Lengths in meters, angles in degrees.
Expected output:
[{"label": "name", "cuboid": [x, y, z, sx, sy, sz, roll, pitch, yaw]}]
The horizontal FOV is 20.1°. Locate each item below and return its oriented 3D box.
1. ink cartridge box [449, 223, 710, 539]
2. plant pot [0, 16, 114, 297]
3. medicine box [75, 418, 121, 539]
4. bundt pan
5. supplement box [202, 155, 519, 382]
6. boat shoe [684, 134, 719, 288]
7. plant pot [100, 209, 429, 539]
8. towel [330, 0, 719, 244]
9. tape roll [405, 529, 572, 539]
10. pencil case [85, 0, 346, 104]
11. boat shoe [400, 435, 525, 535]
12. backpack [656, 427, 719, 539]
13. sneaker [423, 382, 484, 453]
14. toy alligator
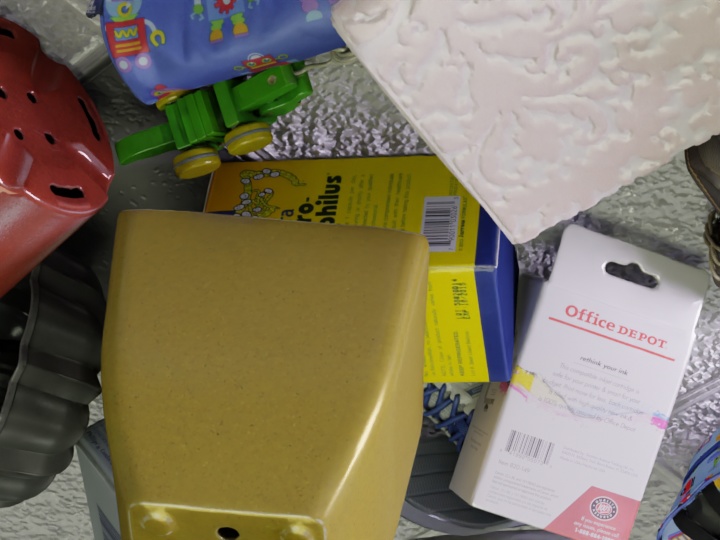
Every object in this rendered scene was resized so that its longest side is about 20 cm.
[{"label": "ink cartridge box", "cuboid": [0.150, 0.077, 1.383, 0.116, 0.067, 0.201, 19, 91, -11]}, {"label": "plant pot", "cuboid": [-0.274, -0.051, 1.290, 0.195, 0.201, 0.201, -32, 123, 25]}, {"label": "medicine box", "cuboid": [-0.085, 0.161, 1.454, 0.199, 0.103, 0.183, -28, 140, -22]}, {"label": "bundt pan", "cuboid": [-0.235, 0.073, 1.402, 0.076, 0.203, 0.202, 20, 136, -27]}, {"label": "supplement box", "cuboid": [0.000, 0.000, 1.343, 0.199, 0.110, 0.109, -1, 135, 9]}, {"label": "boat shoe", "cuboid": [0.258, -0.012, 1.314, 0.073, 0.075, 0.200, -24, 126, 29]}, {"label": "plant pot", "cuboid": [-0.066, 0.105, 1.239, 0.195, 0.201, 0.195, 5, 136, 5]}, {"label": "towel", "cuboid": [0.115, -0.127, 1.141, 0.200, 0.032, 0.191, -29, 120, 23]}, {"label": "tape roll", "cuboid": [0.080, 0.232, 1.428, 0.201, 0.202, 0.071, -4, 91, 13]}, {"label": "pencil case", "cuboid": [-0.060, -0.162, 1.211, 0.199, 0.087, 0.078, -13, 170, 22]}, {"label": "boat shoe", "cuboid": [0.085, 0.167, 1.489, 0.199, 0.072, 0.062, 10, 150, -38]}, {"label": "backpack", "cuboid": [0.315, 0.170, 1.444, 0.199, 0.135, 0.183, 23, 134, -15]}, {"label": "sneaker", "cuboid": [0.083, 0.093, 1.439, 0.199, 0.088, 0.075, 20, 137, -9]}, {"label": "toy alligator", "cuboid": [-0.066, -0.108, 1.289, 0.199, 0.060, 0.054, -23, 170, 26]}]
